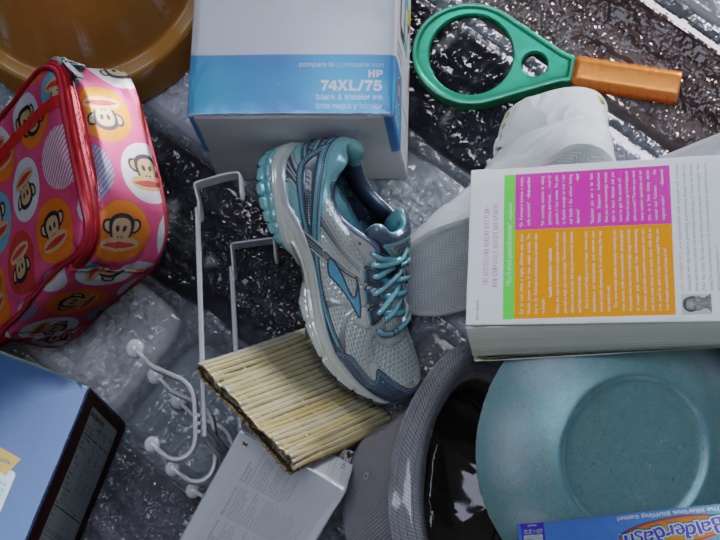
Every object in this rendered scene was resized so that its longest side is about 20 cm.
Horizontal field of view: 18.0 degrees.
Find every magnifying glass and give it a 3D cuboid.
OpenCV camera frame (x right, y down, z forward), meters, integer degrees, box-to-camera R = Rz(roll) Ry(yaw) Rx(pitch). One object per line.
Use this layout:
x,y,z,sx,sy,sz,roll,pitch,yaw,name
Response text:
0.136,-0.149,1.673,0.199,0.022,0.080,10,76,6,magnifying glass

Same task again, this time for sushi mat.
-0.041,0.085,1.537,0.096,0.200,0.012,45,107,10,sushi mat

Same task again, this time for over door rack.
-0.111,0.049,1.572,0.066,0.148,0.201,5,73,10,over door rack

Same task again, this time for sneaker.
0.000,0.000,1.576,0.086,0.078,0.201,-18,103,35,sneaker
0.102,-0.052,1.629,0.200,0.116,0.074,-34,114,23,sneaker

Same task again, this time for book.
0.171,-0.013,1.501,0.199,0.048,0.134,-2,58,9,book

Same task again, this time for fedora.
0.052,0.150,1.547,0.090,0.177,0.201,-9,50,36,fedora

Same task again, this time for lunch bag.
-0.215,-0.054,1.588,0.082,0.200,0.177,2,63,-35,lunch bag

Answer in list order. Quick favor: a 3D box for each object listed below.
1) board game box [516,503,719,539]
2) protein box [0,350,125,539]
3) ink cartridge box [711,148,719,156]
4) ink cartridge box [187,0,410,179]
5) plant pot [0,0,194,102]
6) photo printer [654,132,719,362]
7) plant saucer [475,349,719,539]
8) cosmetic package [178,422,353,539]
0.208,0.227,1.501,0.199,0.153,0.045,-7,34,3,board game box
-0.297,0.151,1.566,0.197,0.135,0.201,19,77,10,protein box
0.317,-0.017,1.540,0.200,0.041,0.200,-43,77,-7,ink cartridge box
-0.039,-0.182,1.631,0.145,0.147,0.201,0,75,5,ink cartridge box
-0.209,-0.237,1.640,0.199,0.183,0.202,-1,74,4,plant pot
0.278,-0.020,1.600,0.199,0.069,0.167,-21,74,-1,photo printer
0.177,0.120,1.515,0.200,0.039,0.202,-1,92,-16,plant saucer
-0.088,0.200,1.530,0.082,0.051,0.201,29,107,-4,cosmetic package
